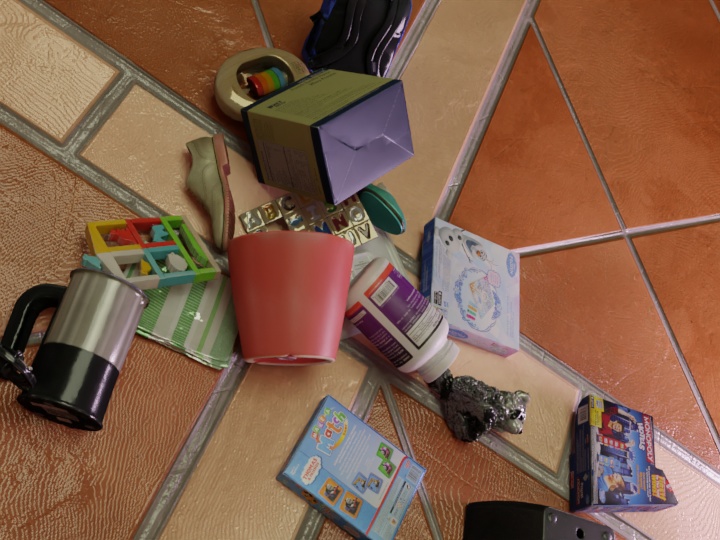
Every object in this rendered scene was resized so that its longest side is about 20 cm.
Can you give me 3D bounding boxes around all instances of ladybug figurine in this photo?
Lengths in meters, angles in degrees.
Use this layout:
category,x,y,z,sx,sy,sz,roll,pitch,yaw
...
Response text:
category,x,y,z,sx,sy,sz,roll,pitch,yaw
ladybug figurine,-0.172,-0.317,1.593,0.198,0.072,0.137,-25,79,-35

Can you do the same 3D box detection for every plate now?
category,x,y,z,sx,sy,sz,roll,pitch,yaw
plate,0.000,0.000,1.556,0.197,0.032,0.203,-15,75,-34

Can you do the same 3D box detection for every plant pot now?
category,x,y,z,sx,sy,sz,roll,pitch,yaw
plant pot,0.281,0.461,1.392,0.197,0.177,0.202,22,57,-19
plant pot,-0.107,0.048,1.381,0.197,0.200,0.181,6,78,-26

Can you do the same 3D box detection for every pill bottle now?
category,x,y,z,sx,sy,sz,roll,pitch,yaw
pill bottle,0.063,0.083,1.463,0.200,0.112,0.113,45,53,-5

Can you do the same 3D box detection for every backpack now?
category,x,y,z,sx,sy,sz,roll,pitch,yaw
backpack,-0.011,-0.455,1.662,0.160,0.202,0.169,14,29,-25

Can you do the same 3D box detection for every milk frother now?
category,x,y,z,sx,sy,sz,roll,pitch,yaw
milk frother,-0.388,0.081,1.188,0.178,0.200,0.191,19,64,-8

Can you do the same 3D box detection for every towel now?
category,x,y,z,sx,sy,sz,roll,pitch,yaw
towel,-0.272,0.050,1.385,0.198,0.023,0.154,25,56,-16

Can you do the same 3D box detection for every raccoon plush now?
category,x,y,z,sx,sy,sz,roll,pitch,yaw
raccoon plush,0.203,0.195,1.540,0.133,0.097,0.202,-17,75,-42

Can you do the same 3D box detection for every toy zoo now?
category,x,y,z,sx,sy,sz,roll,pitch,yaw
toy zoo,-0.319,-0.027,1.351,0.198,0.021,0.132,-7,49,-42

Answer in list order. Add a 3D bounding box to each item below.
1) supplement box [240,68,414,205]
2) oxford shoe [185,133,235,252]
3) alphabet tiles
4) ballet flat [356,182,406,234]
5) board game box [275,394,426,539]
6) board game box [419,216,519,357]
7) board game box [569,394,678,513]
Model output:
category,x,y,z,sx,sy,sz,roll,pitch,yaw
supplement box,-0.054,-0.228,1.509,0.199,0.198,0.136,-34,127,-34
oxford shoe,-0.243,-0.122,1.473,0.072,0.071,0.203,-7,68,-4
alphabet tiles,-0.078,-0.058,1.513,0.198,0.008,0.169,-25,79,-14
ballet flat,0.006,-0.137,1.584,0.198,0.068,0.071,30,50,9
board game box,-0.011,0.310,1.391,0.199,0.037,0.152,39,53,-8
board game box,0.198,0.031,1.637,0.197,0.043,0.203,21,57,-24
board game box,0.469,0.349,1.625,0.197,0.062,0.203,21,58,-20
